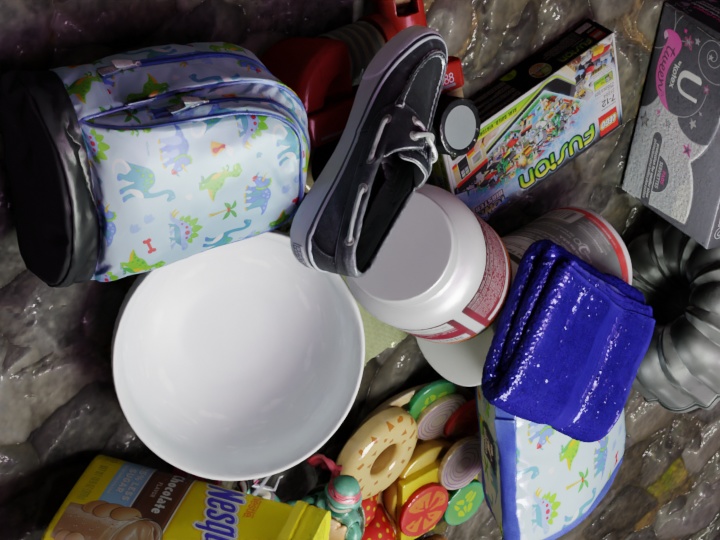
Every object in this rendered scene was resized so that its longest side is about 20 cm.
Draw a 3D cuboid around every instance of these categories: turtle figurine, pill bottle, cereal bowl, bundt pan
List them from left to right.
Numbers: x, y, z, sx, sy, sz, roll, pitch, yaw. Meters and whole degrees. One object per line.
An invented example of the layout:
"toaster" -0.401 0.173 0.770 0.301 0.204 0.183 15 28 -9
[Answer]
"cereal bowl" -0.098 0.059 1.284 0.199 0.083 0.201 -2 102 -9
"turtle figurine" -0.040 0.249 1.477 0.100 0.150 0.201 -28 147 -46
"pill bottle" 0.051 -0.006 1.281 0.113 0.113 0.200 -53 164 2
"pill bottle" 0.147 0.024 1.468 0.200 0.114 0.114 -27 136 -42
"bundt pan" 0.313 0.034 1.602 0.076 0.202 0.202 26 100 -37

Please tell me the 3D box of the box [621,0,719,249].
"box" 0.344 -0.144 1.540 0.114 0.132 0.201 -12 126 -33

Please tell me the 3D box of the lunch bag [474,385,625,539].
"lunch bag" 0.171 0.148 1.537 0.200 0.127 0.171 -46 135 -57

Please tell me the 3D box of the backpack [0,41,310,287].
"backpack" -0.134 -0.081 1.142 0.199 0.153 0.164 -25 131 -37

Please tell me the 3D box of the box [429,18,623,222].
"box" 0.147 -0.126 1.445 0.200 0.035 0.110 -36 138 -18

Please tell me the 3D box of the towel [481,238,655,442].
"towel" 0.185 0.066 1.397 0.200 0.049 0.148 24 83 -53

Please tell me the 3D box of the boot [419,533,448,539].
"boot" 0.003 0.344 1.633 0.200 0.074 0.155 -37 175 25

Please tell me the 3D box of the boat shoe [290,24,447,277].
"boat shoe" 0.023 -0.085 1.161 0.201 0.068 0.072 -60 140 -18

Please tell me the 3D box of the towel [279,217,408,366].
"towel" 0.000 0.000 1.401 0.148 0.036 0.201 -33 136 -23

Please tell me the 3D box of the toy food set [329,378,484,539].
"toy food set" 0.051 0.191 1.580 0.197 0.049 0.201 -24 133 -29

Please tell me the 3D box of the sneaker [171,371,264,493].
"sneaker" -0.099 0.160 1.396 0.087 0.074 0.201 11 106 -40

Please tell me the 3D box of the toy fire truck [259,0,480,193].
"toy fire truck" 0.005 -0.169 1.235 0.176 0.128 0.201 -24 113 -36

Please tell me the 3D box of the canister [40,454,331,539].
"canister" -0.139 0.228 1.282 0.149 0.199 0.087 -63 163 -56
